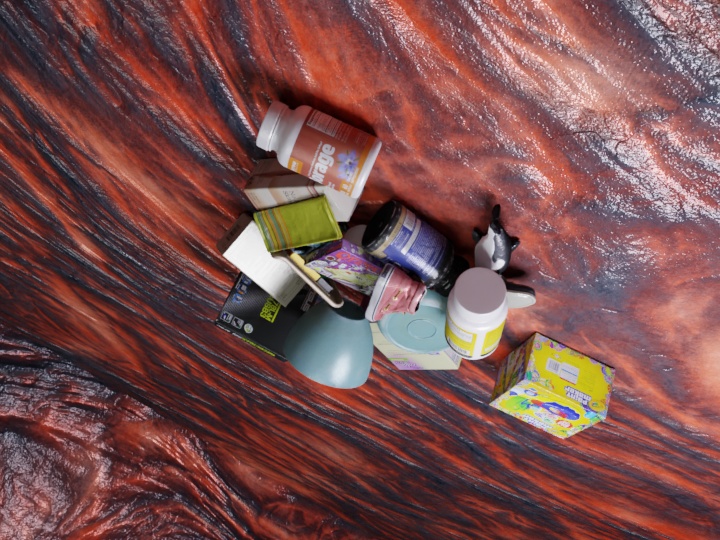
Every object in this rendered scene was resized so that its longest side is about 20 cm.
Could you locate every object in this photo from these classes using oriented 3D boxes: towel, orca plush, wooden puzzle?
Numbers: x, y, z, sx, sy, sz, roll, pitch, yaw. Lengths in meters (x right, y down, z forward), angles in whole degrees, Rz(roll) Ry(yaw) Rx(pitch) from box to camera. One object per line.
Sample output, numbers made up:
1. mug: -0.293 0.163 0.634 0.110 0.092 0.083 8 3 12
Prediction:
1. towel: -0.122 -0.084 1.471 0.199 0.018 0.087 -8 112 43
2. orca plush: 0.259 -0.054 1.448 0.201 0.070 0.106 80 163 -51
3. wooden puzzle: -0.123 -0.023 1.661 0.037 0.185 0.200 -44 123 10

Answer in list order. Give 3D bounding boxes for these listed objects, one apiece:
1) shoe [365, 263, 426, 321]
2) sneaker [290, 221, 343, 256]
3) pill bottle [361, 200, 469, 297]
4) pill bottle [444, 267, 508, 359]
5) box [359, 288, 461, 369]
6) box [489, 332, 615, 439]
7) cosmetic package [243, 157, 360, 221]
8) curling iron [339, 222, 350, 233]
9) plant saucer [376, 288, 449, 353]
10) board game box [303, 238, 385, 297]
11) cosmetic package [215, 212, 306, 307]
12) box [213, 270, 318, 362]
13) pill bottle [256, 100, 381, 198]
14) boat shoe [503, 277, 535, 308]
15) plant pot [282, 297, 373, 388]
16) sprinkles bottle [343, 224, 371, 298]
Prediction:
1. shoe: 0.069 0.062 1.519 0.090 0.072 0.201 28 153 7
2. sneaker: -0.106 -0.070 1.575 0.080 0.095 0.200 63 163 4
3. pill bottle: 0.109 -0.037 1.502 0.199 0.113 0.112 34 148 -18
4. pill bottle: 0.219 0.082 1.479 0.113 0.115 0.201 16 155 11
5. box: 0.117 0.134 1.785 0.175 0.097 0.200 -8 137 41
6. box: 0.427 0.263 1.754 0.198 0.123 0.193 25 151 -3
7. cosmetic package: -0.109 -0.154 1.488 0.198 0.088 0.104 0 141 34
8. curling iron: -0.061 -0.057 1.672 0.049 0.026 0.200 26 150 3
9. plant saucer: 0.130 0.115 1.638 0.198 0.028 0.201 4 136 3
10. board game box: 0.000 0.000 1.551 0.199 0.033 0.120 25 144 -34
11. cosmetic package: -0.212 -0.023 1.736 0.200 0.104 0.073 44 178 -31
12. box: -0.214 0.082 1.824 0.192 0.201 0.048 29 156 -9
13. pill bottle: -0.073 -0.213 1.344 0.198 0.113 0.112 24 150 -2
14. boat shoe: 0.259 0.034 1.563 0.198 0.062 0.075 0 145 39
15. plant pot: -0.052 0.138 1.682 0.198 0.200 0.136 23 113 -1
16. sprinkles bottle: 0.024 -0.010 1.648 0.068 0.069 0.201 7 147 26
